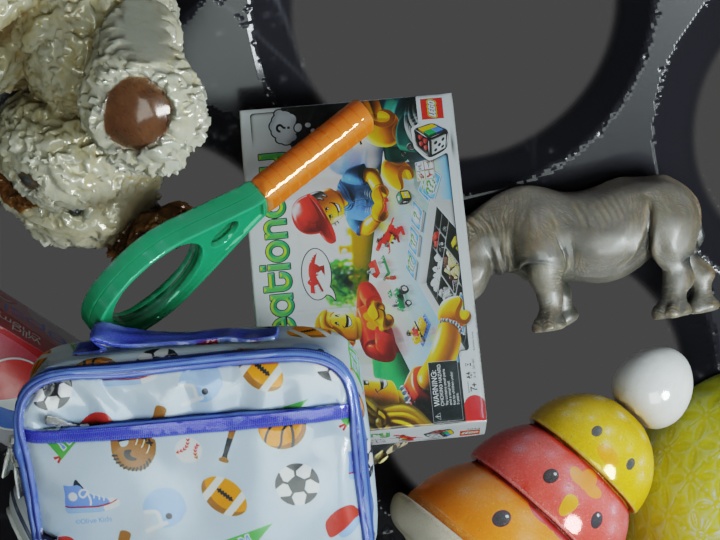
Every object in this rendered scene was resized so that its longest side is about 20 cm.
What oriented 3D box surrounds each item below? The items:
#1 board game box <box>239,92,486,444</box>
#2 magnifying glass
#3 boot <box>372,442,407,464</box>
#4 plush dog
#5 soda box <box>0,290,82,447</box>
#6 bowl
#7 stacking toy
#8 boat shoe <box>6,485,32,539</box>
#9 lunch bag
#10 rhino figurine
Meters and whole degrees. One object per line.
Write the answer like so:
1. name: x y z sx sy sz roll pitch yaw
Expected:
1. board game box: 0.000 0.000 1.348 0.126 0.035 0.200 -5 73 -1
2. magnifying glass: -0.073 -0.030 1.309 0.200 0.080 0.022 -37 71 -15
3. boot: -0.027 0.139 1.403 0.151 0.073 0.200 -41 120 -29
4. plush dog: -0.162 -0.092 1.325 0.200 0.160 0.172 24 124 12
5. soda box: -0.181 0.077 1.399 0.200 0.070 0.063 34 100 -17
6. bowl: 0.266 0.168 1.452 0.200 0.108 0.201 -2 110 -5
7. stacking toy: 0.128 0.123 1.431 0.146 0.146 0.200 42 84 -17
8. boat shoe: -0.182 0.220 1.449 0.067 0.074 0.200 -24 111 1
9. lunch bag: -0.092 0.105 1.270 0.200 0.076 0.161 -5 107 3
10. rhino figurine: 0.114 -0.008 1.399 0.200 0.060 0.088 -6 91 -2
